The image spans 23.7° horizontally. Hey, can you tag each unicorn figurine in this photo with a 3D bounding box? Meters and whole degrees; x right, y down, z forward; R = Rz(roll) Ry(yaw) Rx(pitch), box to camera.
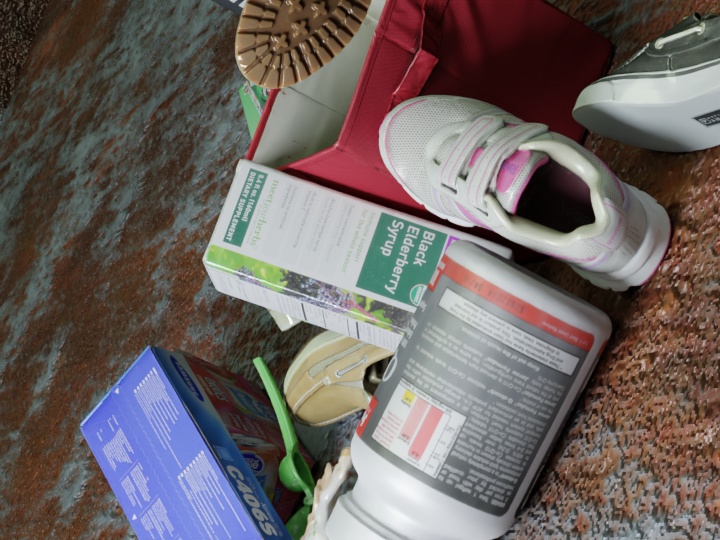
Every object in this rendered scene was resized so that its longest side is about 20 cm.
[{"bbox_3d":[-0.009,0.198,1.184,0.139,0.073,0.200,-64,1,-4],"label":"unicorn figurine"}]

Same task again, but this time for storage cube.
[{"bbox_3d":[0.045,-0.112,1.228,0.199,0.178,0.173,-11,57,62],"label":"storage cube"}]

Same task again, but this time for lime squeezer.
[{"bbox_3d":[-0.062,0.171,1.321,0.070,0.038,0.203,6,87,35],"label":"lime squeezer"}]

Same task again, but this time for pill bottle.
[{"bbox_3d":[0.063,0.093,1.060,0.202,0.115,0.116,-63,22,4],"label":"pill bottle"}]

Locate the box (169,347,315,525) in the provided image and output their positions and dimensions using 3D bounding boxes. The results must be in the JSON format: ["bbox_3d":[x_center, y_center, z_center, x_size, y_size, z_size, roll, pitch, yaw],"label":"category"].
[{"bbox_3d":[-0.121,0.152,1.438,0.101,0.095,0.200,-63,23,6],"label":"box"}]

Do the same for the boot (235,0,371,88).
[{"bbox_3d":[-0.030,-0.209,1.180,0.201,0.075,0.107,-60,18,-10],"label":"boot"}]

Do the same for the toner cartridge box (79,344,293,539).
[{"bbox_3d":[-0.134,0.163,1.308,0.095,0.043,0.201,-46,56,17],"label":"toner cartridge box"}]

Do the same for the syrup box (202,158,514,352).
[{"bbox_3d":[0.000,0.000,1.178,0.082,0.198,0.080,82,-153,-74],"label":"syrup box"}]

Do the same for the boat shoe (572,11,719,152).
[{"bbox_3d":[0.207,-0.117,1.025,0.199,0.070,0.064,-6,62,56],"label":"boat shoe"}]

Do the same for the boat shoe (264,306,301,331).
[{"bbox_3d":[-0.026,0.010,1.314,0.071,0.199,0.063,-25,83,28],"label":"boat shoe"}]

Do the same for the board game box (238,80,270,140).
[{"bbox_3d":[-0.046,-0.121,1.550,0.135,0.029,0.202,-45,51,42],"label":"board game box"}]

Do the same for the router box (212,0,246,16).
[{"bbox_3d":[-0.058,-0.295,1.619,0.051,0.199,0.151,-24,45,55],"label":"router box"}]

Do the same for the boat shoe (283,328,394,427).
[{"bbox_3d":[0.006,0.076,1.279,0.200,0.071,0.077,-45,45,43],"label":"boat shoe"}]

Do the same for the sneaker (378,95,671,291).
[{"bbox_3d":[0.093,-0.060,1.053,0.198,0.088,0.082,24,87,25],"label":"sneaker"}]
